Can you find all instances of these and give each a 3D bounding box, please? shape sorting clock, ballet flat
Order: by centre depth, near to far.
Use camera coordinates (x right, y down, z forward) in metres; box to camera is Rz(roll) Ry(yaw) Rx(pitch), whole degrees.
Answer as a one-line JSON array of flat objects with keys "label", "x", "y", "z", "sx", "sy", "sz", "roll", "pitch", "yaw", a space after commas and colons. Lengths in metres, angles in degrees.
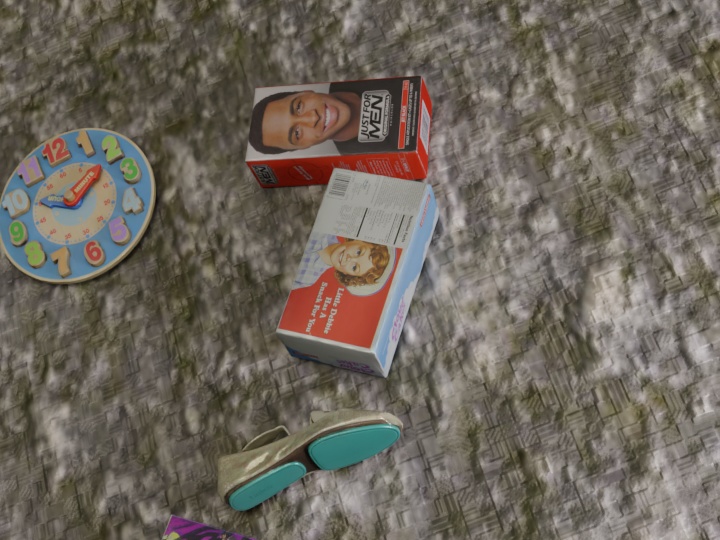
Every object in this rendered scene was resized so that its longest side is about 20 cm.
[{"label": "ballet flat", "x": -0.056, "y": 0.172, "z": 1.274, "sx": 0.198, "sy": 0.068, "sz": 0.063, "roll": -23, "pitch": 50, "yaw": 3}, {"label": "shape sorting clock", "x": -0.336, "y": -0.079, "z": 1.497, "sx": 0.198, "sy": 0.039, "sz": 0.202, "roll": -7, "pitch": 62, "yaw": 13}]

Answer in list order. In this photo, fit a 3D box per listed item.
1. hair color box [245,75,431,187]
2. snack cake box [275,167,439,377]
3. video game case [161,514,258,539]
[{"label": "hair color box", "x": -0.023, "y": -0.155, "z": 1.435, "sx": 0.198, "sy": 0.061, "sz": 0.103, "roll": -3, "pitch": 63, "yaw": 15}, {"label": "snack cake box", "x": 0.000, "y": 0.000, "z": 1.344, "sx": 0.114, "sy": 0.067, "sz": 0.202, "roll": 12, "pitch": 67, "yaw": 19}, {"label": "video game case", "x": -0.125, "y": 0.346, "z": 1.218, "sx": 0.198, "sy": 0.036, "sz": 0.183, "roll": 12, "pitch": 66, "yaw": 21}]
